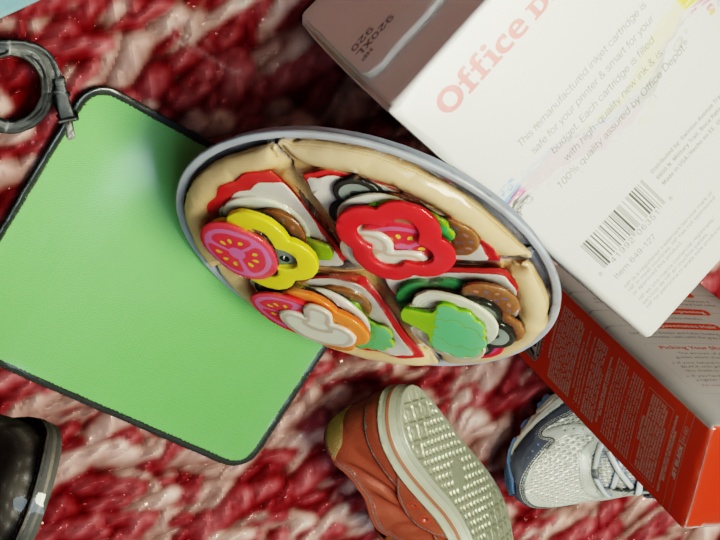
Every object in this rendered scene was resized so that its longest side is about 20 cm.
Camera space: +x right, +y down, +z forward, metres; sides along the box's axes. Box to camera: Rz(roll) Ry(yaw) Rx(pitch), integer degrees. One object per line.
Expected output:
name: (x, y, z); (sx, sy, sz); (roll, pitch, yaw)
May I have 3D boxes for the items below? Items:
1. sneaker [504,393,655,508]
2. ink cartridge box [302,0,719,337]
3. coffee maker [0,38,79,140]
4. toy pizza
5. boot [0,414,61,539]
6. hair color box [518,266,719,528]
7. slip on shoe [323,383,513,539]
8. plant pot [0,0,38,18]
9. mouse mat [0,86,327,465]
sneaker: (0.184, 0.100, 1.051); (0.200, 0.085, 0.077); (-17, 118, -12)
ink cartridge box: (0.102, -0.099, 0.892); (0.147, 0.145, 0.200); (-47, 121, 4)
coffee maker: (-0.215, -0.039, 0.767); (0.192, 0.200, 0.135); (-29, 120, -4)
toy pizza: (0.000, 0.000, 0.882); (0.200, 0.200, 0.032); (39, 55, -30)
boot: (-0.246, 0.072, 0.819); (0.174, 0.200, 0.069); (21, 86, -34)
hair color box: (0.175, 0.063, 0.963); (0.101, 0.200, 0.061); (2, 113, -21)
slip on shoe: (0.041, 0.142, 1.035); (0.061, 0.074, 0.200); (-13, 131, 25)
plant pot: (-0.170, -0.221, 0.743); (0.141, 0.141, 0.200); (-27, 113, -7)
mouse mat: (-0.100, 0.009, 0.947); (0.200, 0.008, 0.161); (28, 101, -28)
